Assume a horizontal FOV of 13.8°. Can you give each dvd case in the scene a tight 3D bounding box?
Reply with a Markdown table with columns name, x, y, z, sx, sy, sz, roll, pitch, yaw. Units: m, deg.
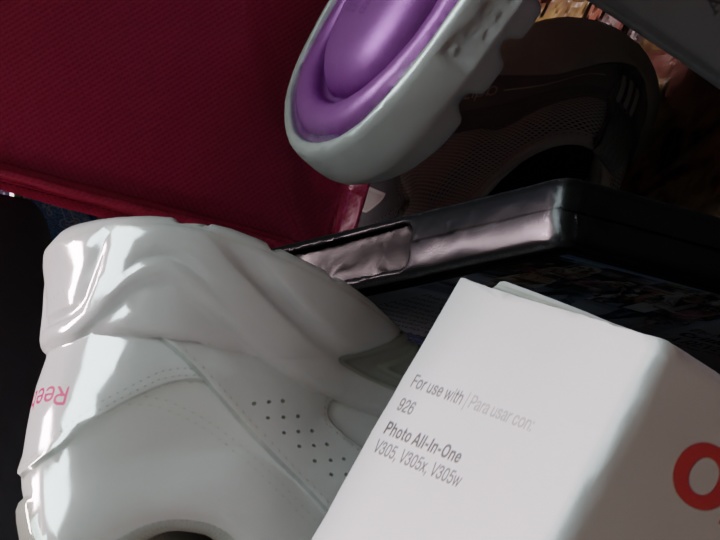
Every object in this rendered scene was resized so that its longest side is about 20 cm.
| name | x | y | z | sx | sy | sz | roll | pitch | yaw |
| --- | --- | --- | --- | --- | --- | --- | --- | --- | --- |
| dvd case | 0.043 | 0.014 | 0.708 | 0.200 | 0.142 | 0.018 | -12 | 68 | 55 |

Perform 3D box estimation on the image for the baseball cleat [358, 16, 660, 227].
| name | x | y | z | sx | sy | sz | roll | pitch | yaw |
| --- | --- | --- | --- | --- | --- | --- | --- | --- | --- |
| baseball cleat | 0.000 | 0.000 | 0.859 | 0.200 | 0.070 | 0.107 | -40 | 16 | 33 |

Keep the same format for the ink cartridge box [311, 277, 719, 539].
| name | x | y | z | sx | sy | sz | roll | pitch | yaw |
| --- | --- | --- | --- | --- | --- | --- | --- | --- | --- |
| ink cartridge box | 0.043 | 0.123 | 0.587 | 0.200 | 0.146 | 0.084 | -61 | 27 | -6 |

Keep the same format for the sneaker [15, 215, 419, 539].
| name | x | y | z | sx | sy | sz | roll | pitch | yaw |
| --- | --- | --- | --- | --- | --- | --- | --- | --- | --- |
| sneaker | 0.011 | 0.065 | 0.652 | 0.078 | 0.200 | 0.100 | -27 | 44 | 67 |

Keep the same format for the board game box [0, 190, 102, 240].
| name | x | y | z | sx | sy | sz | roll | pitch | yaw |
| --- | --- | --- | --- | --- | --- | --- | --- | --- | --- |
| board game box | -0.099 | 0.044 | 0.913 | 0.200 | 0.062 | 0.200 | -28 | 63 | 51 |

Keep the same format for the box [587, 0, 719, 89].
| name | x | y | z | sx | sy | sz | roll | pitch | yaw |
| --- | --- | --- | --- | --- | --- | --- | --- | --- | --- |
| box | 0.124 | -0.159 | 0.761 | 0.199 | 0.131 | 0.200 | -51 | 28 | 15 |

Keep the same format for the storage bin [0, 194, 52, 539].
| name | x | y | z | sx | sy | sz | roll | pitch | yaw |
| --- | --- | --- | --- | --- | --- | --- | --- | --- | --- |
| storage bin | -0.140 | 0.053 | 0.795 | 0.146 | 0.134 | 0.200 | -49 | 49 | 43 |

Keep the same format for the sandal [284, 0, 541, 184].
| name | x | y | z | sx | sy | sz | roll | pitch | yaw |
| --- | --- | --- | --- | --- | --- | --- | --- | --- | --- |
| sandal | 0.034 | -0.115 | 0.667 | 0.082 | 0.050 | 0.203 | 8 | 70 | 58 |

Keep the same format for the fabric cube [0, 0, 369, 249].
| name | x | y | z | sx | sy | sz | roll | pitch | yaw |
| --- | --- | --- | --- | --- | --- | --- | --- | --- | --- |
| fabric cube | -0.106 | -0.126 | 0.746 | 0.199 | 0.196 | 0.200 | 20 | 93 | 53 |
